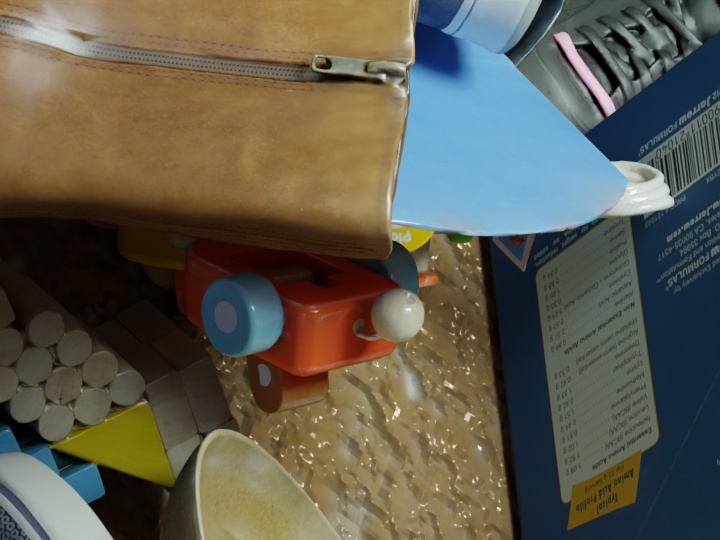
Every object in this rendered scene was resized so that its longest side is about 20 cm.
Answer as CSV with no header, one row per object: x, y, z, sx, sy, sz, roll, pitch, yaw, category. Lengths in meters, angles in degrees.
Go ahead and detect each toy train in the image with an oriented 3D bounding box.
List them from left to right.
0.000,0.000,0.894,0.150,0.056,0.200,20,24,37,toy train

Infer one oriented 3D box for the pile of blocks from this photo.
-0.123,0.022,0.820,0.200,0.082,0.062,29,4,-35,pile of blocks

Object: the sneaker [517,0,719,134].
0.113,-0.090,1.060,0.200,0.099,0.071,-23,80,-46,sneaker

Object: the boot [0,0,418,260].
-0.083,-0.089,0.739,0.199,0.069,0.189,-2,55,3,boot

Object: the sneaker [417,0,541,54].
-0.018,-0.146,0.891,0.145,0.077,0.203,17,24,-10,sneaker

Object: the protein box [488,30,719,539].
0.159,0.037,0.938,0.134,0.198,0.201,17,53,-32,protein box

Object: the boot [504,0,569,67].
-0.008,-0.086,0.935,0.097,0.075,0.200,16,31,23,boot

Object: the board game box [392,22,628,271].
-0.023,-0.049,0.835,0.157,0.039,0.200,3,31,-35,board game box

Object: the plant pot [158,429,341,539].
-0.006,0.139,0.790,0.201,0.027,0.200,61,10,-18,plant pot

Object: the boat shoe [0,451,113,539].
-0.090,0.145,0.744,0.092,0.075,0.201,-13,66,-33,boat shoe
